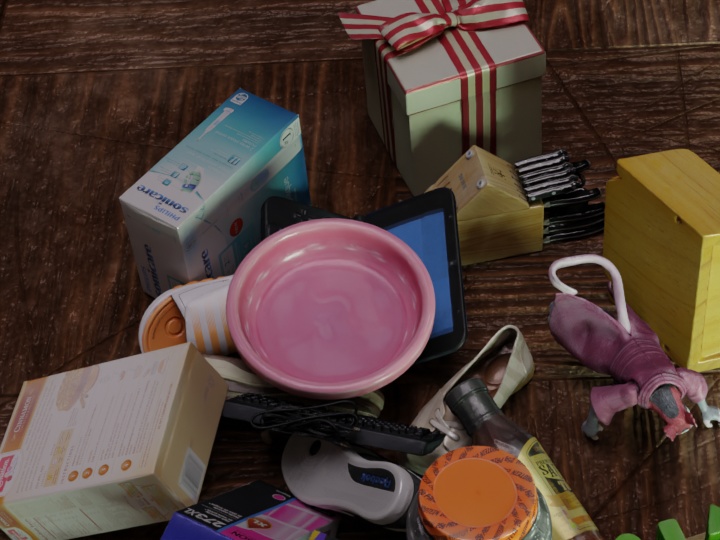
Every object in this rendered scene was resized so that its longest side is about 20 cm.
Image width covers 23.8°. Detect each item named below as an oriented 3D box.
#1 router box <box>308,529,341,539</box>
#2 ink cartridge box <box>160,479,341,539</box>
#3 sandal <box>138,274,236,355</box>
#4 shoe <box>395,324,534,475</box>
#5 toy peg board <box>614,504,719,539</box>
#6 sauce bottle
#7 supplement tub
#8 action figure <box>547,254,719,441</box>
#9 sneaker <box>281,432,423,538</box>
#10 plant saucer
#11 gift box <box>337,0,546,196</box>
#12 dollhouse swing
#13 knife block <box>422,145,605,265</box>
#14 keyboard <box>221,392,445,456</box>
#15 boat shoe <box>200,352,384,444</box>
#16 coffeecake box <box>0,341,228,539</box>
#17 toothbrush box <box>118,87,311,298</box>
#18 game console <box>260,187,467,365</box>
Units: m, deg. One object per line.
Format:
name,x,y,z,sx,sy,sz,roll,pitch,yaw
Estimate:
router box,0.028,0.311,1.391,0.157,0.200,0.052,16,50,21
ink cartridge box,-0.103,0.235,1.511,0.095,0.037,0.200,21,16,22
sandal,-0.125,0.041,1.729,0.206,0.079,0.059,-21,18,-15
shoe,0.099,0.129,1.651,0.070,0.053,0.200,27,55,26
toy peg board,0.310,0.293,1.450,0.200,0.098,0.199,-16,48,-8
sauce bottle,0.146,0.187,1.557,0.066,0.066,0.200,-26,67,-17
supplement tub,0.101,0.246,1.444,0.122,0.200,0.123,-3,47,3
action figure,0.270,0.085,1.621,0.134,0.149,0.200,-14,34,-16
sneaker,0.014,0.208,1.579,0.200,0.112,0.073,20,81,56
plant saucer,-0.028,0.043,1.642,0.200,0.051,0.201,-1,55,1
gift box,0.087,-0.222,1.886,0.184,0.187,0.200,-21,50,-14
dollhouse swing,0.363,-0.030,1.670,0.176,0.200,0.182,-28,51,-18
knife block,0.157,-0.051,1.818,0.200,0.175,0.064,-44,39,27
keyboard,-0.024,0.130,1.564,0.200,0.040,0.104,9,9,12
boat shoe,-0.080,0.135,1.665,0.202,0.075,0.075,8,74,10
coffeecake box,-0.239,0.164,1.593,0.200,0.073,0.154,-14,43,26
toothbrush box,-0.149,-0.070,1.797,0.085,0.147,0.200,27,55,27
game console,0.000,0.000,1.712,0.170,0.118,0.200,16,51,-26
